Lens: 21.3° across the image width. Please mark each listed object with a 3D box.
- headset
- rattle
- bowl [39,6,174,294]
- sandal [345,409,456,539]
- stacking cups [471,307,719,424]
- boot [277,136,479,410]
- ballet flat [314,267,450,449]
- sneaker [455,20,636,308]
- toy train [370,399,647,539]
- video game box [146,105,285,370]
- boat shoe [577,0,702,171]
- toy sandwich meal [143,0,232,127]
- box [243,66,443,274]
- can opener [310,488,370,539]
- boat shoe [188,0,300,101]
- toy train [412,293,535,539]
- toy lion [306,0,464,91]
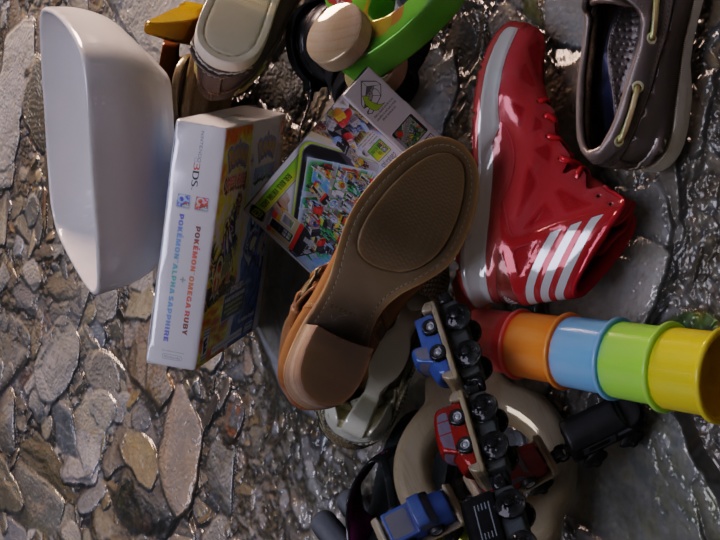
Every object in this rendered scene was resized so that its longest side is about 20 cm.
[{"bbox_3d":[0.000,-0.153,1.449,0.123,0.094,0.201,42,106,46],"label":"headset"},{"bbox_3d":[0.093,0.122,1.341,0.129,0.143,0.201,-18,55,17],"label":"rattle"},{"bbox_3d":[-0.192,-0.099,1.471,0.200,0.074,0.202,-137,42,-63],"label":"bowl"},{"bbox_3d":[0.017,0.182,1.357,0.075,0.048,0.202,-11,51,42],"label":"sandal"},{"bbox_3d":[0.148,0.059,1.223,0.199,0.060,0.061,4,92,43],"label":"stacking cups"},{"bbox_3d":[0.000,0.000,1.290,0.201,0.073,0.155,-57,8,-5],"label":"boot"},{"bbox_3d":[0.010,0.071,1.368,0.076,0.067,0.201,-81,12,-54],"label":"ballet flat"},{"bbox_3d":[0.135,-0.070,1.279,0.115,0.078,0.202,2,77,22],"label":"sneaker"},{"bbox_3d":[0.094,0.134,1.231,0.199,0.046,0.034,-28,63,-1],"label":"toy train"},{"bbox_3d":[-0.109,-0.031,1.485,0.046,0.200,0.184,7,99,9],"label":"video game box"},{"bbox_3d":[0.172,-0.165,1.208,0.072,0.059,0.202,9,96,52],"label":"boat shoe"},{"bbox_3d":[-0.147,-0.139,1.554,0.205,0.070,0.207,9,-90,-88],"label":"toy sandwich meal"},{"bbox_3d":[-0.003,-0.056,1.379,0.110,0.035,0.200,43,148,-2],"label":"box"},{"bbox_3d":[0.028,0.228,1.394,0.052,0.067,0.200,-36,43,-8],"label":"can opener"},{"bbox_3d":[-0.077,-0.215,1.479,0.060,0.071,0.201,111,-179,-55],"label":"boat shoe"},{"bbox_3d":[0.070,0.103,1.202,0.045,0.034,0.201,-21,58,11],"label":"toy train"},{"bbox_3d":[0.028,-0.248,1.364,0.191,0.069,0.201,-39,48,17],"label":"toy lion"}]
